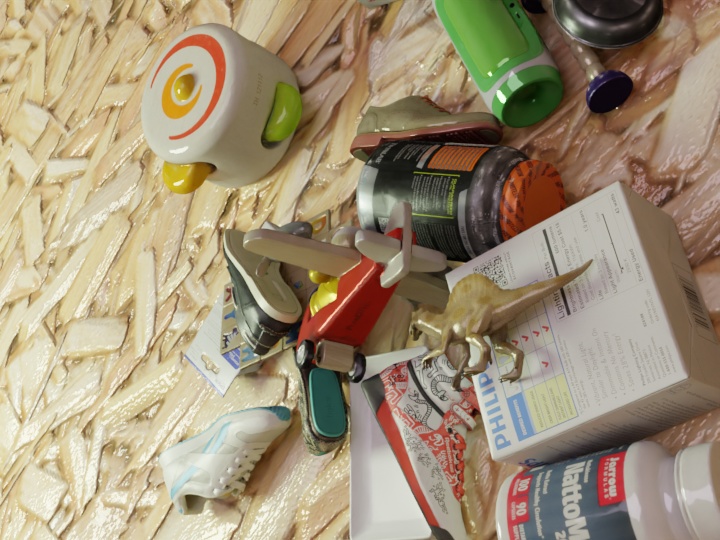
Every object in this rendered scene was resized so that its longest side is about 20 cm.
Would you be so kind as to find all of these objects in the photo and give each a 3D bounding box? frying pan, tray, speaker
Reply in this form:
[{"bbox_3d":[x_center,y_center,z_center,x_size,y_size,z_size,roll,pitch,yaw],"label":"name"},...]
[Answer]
[{"bbox_3d":[0.225,-0.297,1.217,0.189,0.031,0.115,35,69,20],"label":"frying pan"},{"bbox_3d":[0.036,0.187,1.257,0.106,0.022,0.202,-13,67,34],"label":"tray"},{"bbox_3d":[0.145,-0.252,1.277,0.088,0.088,0.201,-38,55,22],"label":"speaker"}]

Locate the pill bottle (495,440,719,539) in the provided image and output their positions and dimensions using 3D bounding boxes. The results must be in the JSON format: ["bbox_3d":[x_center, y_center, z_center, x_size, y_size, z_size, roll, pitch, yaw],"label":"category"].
[{"bbox_3d":[0.230,0.216,1.032,0.199,0.119,0.121,-21,63,31],"label":"pill bottle"}]

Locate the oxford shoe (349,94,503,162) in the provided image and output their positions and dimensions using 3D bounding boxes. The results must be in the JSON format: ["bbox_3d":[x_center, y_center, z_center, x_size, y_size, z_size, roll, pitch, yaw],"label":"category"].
[{"bbox_3d":[0.073,-0.167,1.317,0.198,0.070,0.076,0,69,37],"label":"oxford shoe"}]

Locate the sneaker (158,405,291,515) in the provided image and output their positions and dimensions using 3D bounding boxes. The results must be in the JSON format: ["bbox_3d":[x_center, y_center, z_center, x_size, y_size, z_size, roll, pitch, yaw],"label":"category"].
[{"bbox_3d":[-0.149,0.216,1.366,0.199,0.076,0.082,-34,65,32],"label":"sneaker"}]

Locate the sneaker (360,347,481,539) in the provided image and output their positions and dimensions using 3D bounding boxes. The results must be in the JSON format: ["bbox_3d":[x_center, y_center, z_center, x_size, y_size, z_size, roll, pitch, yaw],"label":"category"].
[{"bbox_3d":[0.088,0.176,1.182,0.107,0.067,0.203,-26,69,-2],"label":"sneaker"}]

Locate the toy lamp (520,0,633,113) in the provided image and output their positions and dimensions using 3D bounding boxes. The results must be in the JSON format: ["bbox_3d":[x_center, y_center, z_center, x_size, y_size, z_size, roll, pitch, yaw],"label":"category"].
[{"bbox_3d":[0.219,-0.256,1.239,0.058,0.058,0.201,-39,55,21],"label":"toy lamp"}]

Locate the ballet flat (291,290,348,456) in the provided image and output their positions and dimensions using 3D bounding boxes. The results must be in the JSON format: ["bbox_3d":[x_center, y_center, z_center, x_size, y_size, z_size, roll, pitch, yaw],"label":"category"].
[{"bbox_3d":[-0.050,0.112,1.323,0.075,0.067,0.202,129,144,-54],"label":"ballet flat"}]

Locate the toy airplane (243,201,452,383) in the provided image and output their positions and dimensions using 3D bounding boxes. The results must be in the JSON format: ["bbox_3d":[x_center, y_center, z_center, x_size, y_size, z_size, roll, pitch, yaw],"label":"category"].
[{"bbox_3d":[0.000,0.000,1.192,0.197,0.201,0.142,-18,43,8],"label":"toy airplane"}]

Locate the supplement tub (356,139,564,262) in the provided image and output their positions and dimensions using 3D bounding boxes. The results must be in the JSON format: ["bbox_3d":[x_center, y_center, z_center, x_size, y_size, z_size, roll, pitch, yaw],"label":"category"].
[{"bbox_3d":[0.103,-0.071,1.225,0.198,0.122,0.124,9,81,40],"label":"supplement tub"}]

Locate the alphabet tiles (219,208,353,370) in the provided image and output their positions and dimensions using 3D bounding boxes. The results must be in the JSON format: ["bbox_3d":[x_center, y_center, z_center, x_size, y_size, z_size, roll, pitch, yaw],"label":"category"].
[{"bbox_3d":[-0.086,0.021,1.350,0.199,0.006,0.168,-25,47,29],"label":"alphabet tiles"}]

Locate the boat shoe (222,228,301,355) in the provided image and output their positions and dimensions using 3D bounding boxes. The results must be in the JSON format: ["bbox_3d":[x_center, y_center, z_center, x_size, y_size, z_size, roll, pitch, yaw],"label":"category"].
[{"bbox_3d":[-0.125,0.017,1.334,0.068,0.071,0.201,-62,31,23],"label":"boat shoe"}]

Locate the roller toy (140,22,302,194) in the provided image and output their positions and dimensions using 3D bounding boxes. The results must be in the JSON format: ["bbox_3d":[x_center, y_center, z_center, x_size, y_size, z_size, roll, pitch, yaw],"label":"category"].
[{"bbox_3d":[-0.182,-0.207,1.483,0.200,0.139,0.184,-40,54,22],"label":"roller toy"}]

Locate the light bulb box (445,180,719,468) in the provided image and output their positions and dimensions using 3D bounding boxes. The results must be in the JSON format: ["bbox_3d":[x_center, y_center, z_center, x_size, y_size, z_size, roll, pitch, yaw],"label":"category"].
[{"bbox_3d":[0.210,0.059,1.096,0.199,0.124,0.200,-29,60,29],"label":"light bulb box"}]

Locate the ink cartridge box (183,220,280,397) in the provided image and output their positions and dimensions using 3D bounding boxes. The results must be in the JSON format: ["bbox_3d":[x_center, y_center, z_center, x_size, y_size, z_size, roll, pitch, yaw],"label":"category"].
[{"bbox_3d":[-0.131,0.048,1.426,0.095,0.037,0.201,38,97,39],"label":"ink cartridge box"}]

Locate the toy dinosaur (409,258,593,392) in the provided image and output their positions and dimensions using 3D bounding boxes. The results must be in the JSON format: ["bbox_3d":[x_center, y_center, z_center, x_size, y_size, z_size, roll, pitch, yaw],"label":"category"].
[{"bbox_3d":[0.113,0.047,1.058,0.199,0.058,0.102,-19,62,33],"label":"toy dinosaur"}]

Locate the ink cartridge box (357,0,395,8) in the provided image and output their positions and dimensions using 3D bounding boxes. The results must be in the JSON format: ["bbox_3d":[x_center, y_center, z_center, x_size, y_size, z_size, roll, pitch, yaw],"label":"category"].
[{"bbox_3d":[0.010,-0.392,1.354,0.146,0.199,0.087,-7,71,36],"label":"ink cartridge box"}]
